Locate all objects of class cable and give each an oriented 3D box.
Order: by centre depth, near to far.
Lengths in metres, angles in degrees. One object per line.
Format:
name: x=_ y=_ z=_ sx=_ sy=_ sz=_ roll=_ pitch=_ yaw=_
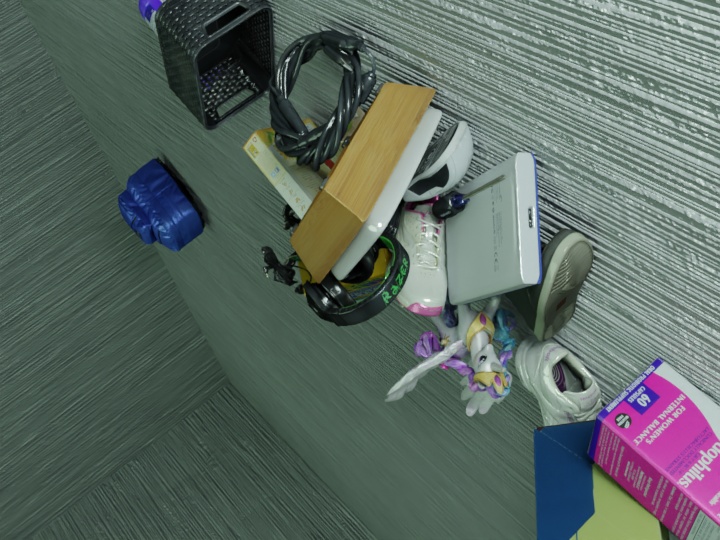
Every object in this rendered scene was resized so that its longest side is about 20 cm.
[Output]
cable: x=-0.053 y=-0.208 z=1.143 sx=0.050 sy=0.165 sz=0.199 roll=10 pitch=-166 yaw=-36

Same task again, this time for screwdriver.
screwdriver: x=0.120 y=-0.078 z=1.030 sx=0.029 sy=0.028 sz=0.200 roll=61 pitch=164 yaw=-6

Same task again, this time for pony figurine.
pony figurine: x=0.126 y=0.092 z=1.205 sx=0.193 sy=0.164 sz=0.203 roll=125 pitch=143 yaw=-53

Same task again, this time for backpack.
backpack: x=-0.496 y=-0.143 z=2.385 sx=0.200 sy=0.168 sz=0.163 roll=45 pitch=168 yaw=12

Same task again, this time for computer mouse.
computer mouse: x=0.081 y=-0.106 z=1.094 sx=0.044 sy=0.110 sz=0.200 roll=34 pitch=157 yaw=-10

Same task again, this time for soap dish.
soap dish: x=0.004 y=-0.101 z=1.059 sx=0.081 sy=0.201 sz=0.157 roll=32 pitch=149 yaw=-6

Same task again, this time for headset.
headset: x=-0.033 y=-0.001 z=1.138 sx=0.198 sy=0.124 sz=0.094 roll=-1 pitch=141 yaw=45

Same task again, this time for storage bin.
storage bin: x=-0.201 y=-0.311 z=1.341 sx=0.094 sy=0.135 sz=0.201 roll=47 pitch=162 yaw=16

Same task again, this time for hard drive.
hard drive: x=0.142 y=-0.039 z=1.045 sx=0.200 sy=0.025 sz=0.134 roll=153 pitch=116 yaw=-72

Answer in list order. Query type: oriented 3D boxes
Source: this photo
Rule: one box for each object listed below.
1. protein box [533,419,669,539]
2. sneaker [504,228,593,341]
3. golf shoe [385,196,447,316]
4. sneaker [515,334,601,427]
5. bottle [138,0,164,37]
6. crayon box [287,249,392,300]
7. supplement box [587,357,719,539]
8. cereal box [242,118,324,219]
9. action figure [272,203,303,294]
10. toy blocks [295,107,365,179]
protein box: x=0.289 y=0.316 z=1.108 sx=0.200 sy=0.133 sz=0.201 roll=-80 pitch=-27 yaw=-48
sneaker: x=0.184 y=-0.003 z=1.033 sx=0.106 sy=0.074 sz=0.201 roll=46 pitch=162 yaw=23
golf shoe: x=0.072 y=-0.028 z=1.155 sx=0.201 sy=0.074 sz=0.092 roll=-97 pitch=21 yaw=-52
sneaker: x=0.262 y=0.174 z=1.167 sx=0.201 sy=0.075 sz=0.099 roll=58 pitch=163 yaw=-13
bottle: x=-0.283 y=-0.373 z=1.555 sx=0.201 sy=0.065 sz=0.084 roll=53 pitch=163 yaw=2
crayon box: x=0.000 y=0.000 z=1.286 sx=0.200 sy=0.124 sz=0.052 roll=15 pitch=-119 yaw=-67
supplement box: x=0.343 y=0.205 z=0.971 sx=0.200 sy=0.101 sz=0.104 roll=43 pitch=159 yaw=29
cereal box: x=-0.058 y=-0.122 z=1.342 sx=0.201 sy=0.143 sz=0.040 roll=52 pitch=123 yaw=9
action figure: x=-0.077 y=-0.068 z=1.517 sx=0.117 sy=0.203 sz=0.102 roll=20 pitch=-170 yaw=18
toy blocks: x=-0.001 y=-0.141 z=1.252 sx=0.137 sy=0.100 sz=0.200 roll=43 pitch=164 yaw=-7
